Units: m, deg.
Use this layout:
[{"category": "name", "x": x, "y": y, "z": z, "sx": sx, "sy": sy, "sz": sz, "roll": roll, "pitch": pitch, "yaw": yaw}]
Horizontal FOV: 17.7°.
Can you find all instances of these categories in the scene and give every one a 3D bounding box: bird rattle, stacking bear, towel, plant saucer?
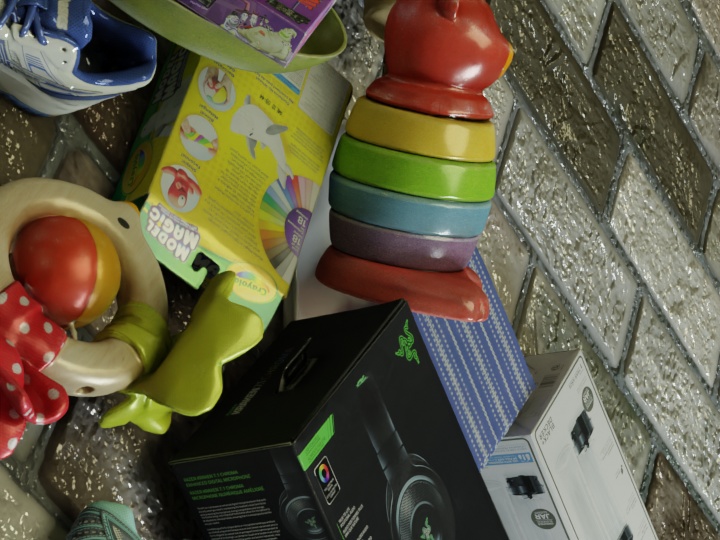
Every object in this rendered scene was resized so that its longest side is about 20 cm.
[{"category": "bird rattle", "x": -0.167, "y": 0.026, "z": 1.264, "sx": 0.200, "sy": 0.113, "sz": 0.163, "roll": 1, "pitch": 58, "yaw": -32}, {"category": "stacking bear", "x": 0.042, "y": -0.082, "z": 1.470, "sx": 0.121, "sy": 0.113, "sz": 0.201, "roll": -96, "pitch": -164, "yaw": -80}, {"category": "towel", "x": 0.056, "y": 0.071, "z": 1.598, "sx": 0.200, "sy": 0.024, "sz": 0.145, "roll": -48, "pitch": 119, "yaw": -54}, {"category": "plant saucer", "x": -0.101, "y": -0.171, "z": 1.357, "sx": 0.200, "sy": 0.031, "sz": 0.200, "roll": 27, "pitch": 21, "yaw": -12}]

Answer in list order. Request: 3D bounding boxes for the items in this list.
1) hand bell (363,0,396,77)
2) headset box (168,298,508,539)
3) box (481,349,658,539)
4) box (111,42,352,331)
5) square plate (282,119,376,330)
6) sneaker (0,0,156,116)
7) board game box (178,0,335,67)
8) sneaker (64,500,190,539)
[{"category": "hand bell", "x": 0.024, "y": -0.136, "z": 1.572, "sx": 0.104, "sy": 0.104, "sz": 0.201, "roll": 37, "pitch": 54, "yaw": -48}, {"category": "headset box", "x": -0.010, "y": 0.136, "z": 1.402, "sx": 0.174, "sy": 0.093, "sz": 0.200, "roll": -48, "pitch": 120, "yaw": -53}, {"category": "box", "x": 0.156, "y": 0.175, "z": 1.742, "sx": 0.117, "sy": 0.060, "sz": 0.200, "roll": -54, "pitch": 126, "yaw": -48}, {"category": "box", "x": -0.080, "y": -0.065, "z": 1.421, "sx": 0.117, "sy": 0.048, "sz": 0.200, "roll": 38, "pitch": 48, "yaw": -27}, {"category": "square plate", "x": 0.000, "y": 0.000, "z": 1.571, "sx": 0.198, "sy": 0.028, "sz": 0.201, "roll": 11, "pitch": 74, "yaw": -57}, {"category": "sneaker", "x": -0.191, "y": -0.144, "z": 1.252, "sx": 0.200, "sy": 0.088, "sz": 0.076, "roll": 21, "pitch": 67, "yaw": -52}, {"category": "board game box", "x": -0.069, "y": -0.182, "z": 1.349, "sx": 0.120, "sy": 0.032, "sz": 0.200, "roll": 36, "pitch": 20, "yaw": -4}, {"category": "sneaker", "x": -0.100, "y": 0.201, "z": 1.324, "sx": 0.200, "sy": 0.077, "sz": 0.087, "roll": 48, "pitch": 41, "yaw": -41}]
